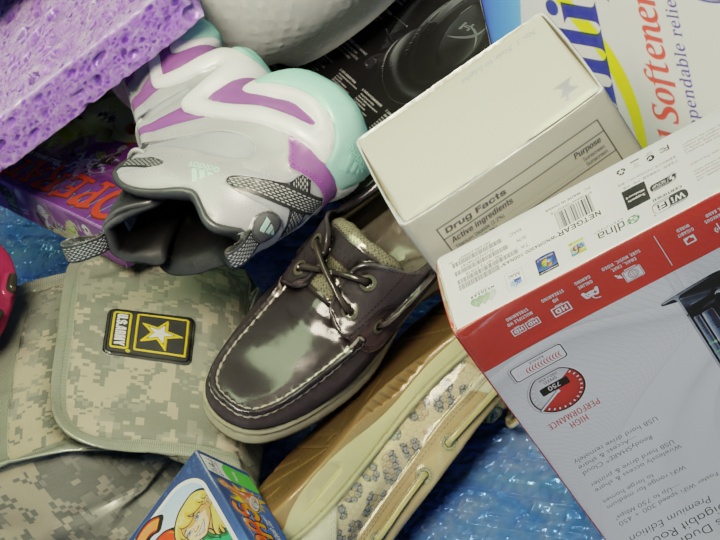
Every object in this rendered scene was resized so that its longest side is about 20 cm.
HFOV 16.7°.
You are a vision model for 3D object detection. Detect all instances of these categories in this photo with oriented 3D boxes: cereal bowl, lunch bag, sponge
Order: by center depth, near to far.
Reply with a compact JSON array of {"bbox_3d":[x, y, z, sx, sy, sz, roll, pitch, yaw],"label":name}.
[{"bbox_3d":[-0.140,0.079,1.247,0.200,0.118,0.164,-22,34,14],"label":"lunch bag"},{"bbox_3d":[-0.174,-0.104,1.251,0.200,0.030,0.112,-36,35,10],"label":"sponge"},{"bbox_3d":[-0.027,-0.172,1.322,0.200,0.083,0.200,-36,18,13],"label":"cereal bowl"}]

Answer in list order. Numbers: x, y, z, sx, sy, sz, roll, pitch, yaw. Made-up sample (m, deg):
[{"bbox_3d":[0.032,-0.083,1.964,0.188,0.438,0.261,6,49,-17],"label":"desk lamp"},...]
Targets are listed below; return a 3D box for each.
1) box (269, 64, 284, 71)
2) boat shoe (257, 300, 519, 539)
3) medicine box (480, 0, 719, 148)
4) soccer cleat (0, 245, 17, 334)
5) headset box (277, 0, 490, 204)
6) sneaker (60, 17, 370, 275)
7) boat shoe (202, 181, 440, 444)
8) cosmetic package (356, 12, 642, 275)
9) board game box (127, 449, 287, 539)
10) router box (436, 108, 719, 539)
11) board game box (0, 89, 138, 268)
[{"bbox_3d":[-0.073,-0.131,1.452,0.200,0.075,0.100,-40,38,-6],"label":"box"},{"bbox_3d":[0.032,0.071,1.175,0.200,0.063,0.073,-43,12,-12],"label":"boat shoe"},{"bbox_3d":[0.165,-0.119,1.139,0.200,0.183,0.103,3,27,40],"label":"medicine box"},{"bbox_3d":[-0.237,0.055,1.198,0.086,0.070,0.200,-44,12,40],"label":"soccer cleat"},{"bbox_3d":[0.061,-0.108,1.314,0.200,0.077,0.149,-39,36,-4],"label":"headset box"},{"bbox_3d":[-0.100,-0.053,1.206,0.140,0.078,0.200,-43,36,-20],"label":"sneaker"},{"bbox_3d":[0.000,0.000,1.172,0.200,0.065,0.072,-39,62,-18],"label":"boat shoe"},{"bbox_3d":[0.095,-0.003,1.076,0.103,0.200,0.073,-33,38,4],"label":"cosmetic package"},{"bbox_3d":[-0.099,0.198,1.107,0.200,0.034,0.135,-53,35,11],"label":"board game box"},{"bbox_3d":[0.161,0.021,1.017,0.200,0.180,0.049,-29,38,12],"label":"router box"},{"bbox_3d":[-0.140,-0.068,1.337,0.120,0.032,0.200,-40,37,-22],"label":"board game box"}]
